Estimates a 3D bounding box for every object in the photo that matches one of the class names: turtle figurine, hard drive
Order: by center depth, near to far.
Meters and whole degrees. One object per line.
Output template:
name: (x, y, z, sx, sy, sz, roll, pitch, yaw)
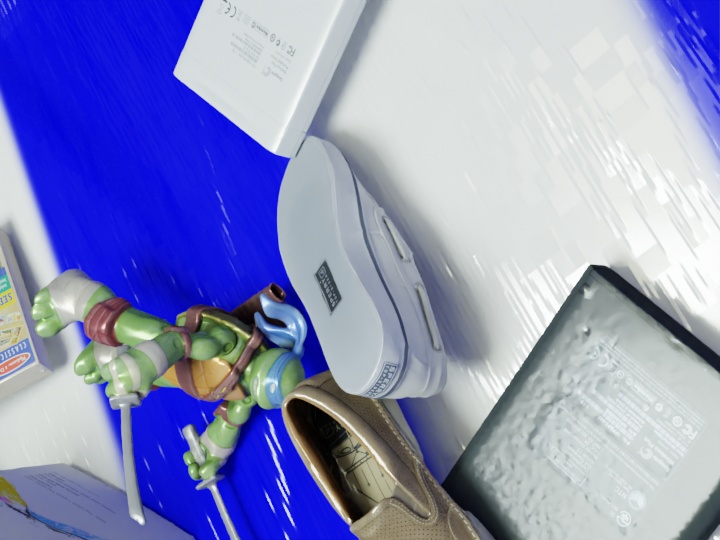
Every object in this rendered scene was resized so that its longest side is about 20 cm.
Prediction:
hard drive: (0.129, 0.119, 0.751, 0.139, 0.033, 0.201, 42, 111, 28)
turtle figurine: (-0.139, 0.089, 0.871, 0.193, 0.143, 0.202, 20, 96, 37)
hard drive: (-0.045, -0.193, 0.872, 0.132, 0.027, 0.201, 39, 111, 40)

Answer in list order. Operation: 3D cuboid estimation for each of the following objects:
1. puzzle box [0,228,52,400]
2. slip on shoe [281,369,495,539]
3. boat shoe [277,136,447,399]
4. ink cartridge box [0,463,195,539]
puzzle box: (-0.345, 0.065, 1.022, 0.199, 0.025, 0.134, -28, 64, 3)
slip on shoe: (0.021, 0.144, 0.767, 0.076, 0.060, 0.201, -40, 68, 31)
boat shoe: (0.000, 0.000, 0.824, 0.074, 0.065, 0.201, -48, 43, 35)
ink cartridge box: (-0.239, 0.232, 0.899, 0.144, 0.199, 0.149, 22, 100, 30)
